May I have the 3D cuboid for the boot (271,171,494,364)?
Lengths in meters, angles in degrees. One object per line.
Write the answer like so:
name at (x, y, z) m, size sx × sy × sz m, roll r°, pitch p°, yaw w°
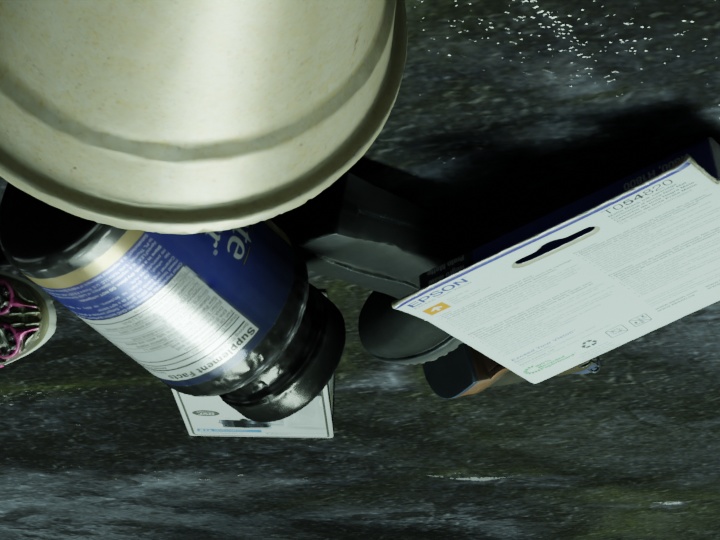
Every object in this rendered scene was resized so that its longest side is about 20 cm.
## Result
boot at (0.001, 0.000, 1.520) m, size 0.165 × 0.066 × 0.200 m, roll -25°, pitch 153°, yaw 39°

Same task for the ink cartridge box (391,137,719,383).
ink cartridge box at (0.139, -0.010, 1.434) m, size 0.199 × 0.041 × 0.200 m, roll -26°, pitch 154°, yaw 20°

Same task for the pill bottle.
pill bottle at (-0.100, 0.001, 1.375) m, size 0.112 × 0.112 × 0.200 m, roll -12°, pitch 142°, yaw 37°

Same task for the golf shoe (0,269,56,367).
golf shoe at (-0.268, 0.032, 1.671) m, size 0.200 × 0.073 × 0.092 m, roll -5°, pitch -179°, yaw 42°

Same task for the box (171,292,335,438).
box at (-0.078, 0.070, 1.774) m, size 0.116 × 0.060 × 0.200 m, roll 1°, pitch 163°, yaw 0°

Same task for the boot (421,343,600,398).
boot at (0.133, 0.036, 1.662) m, size 0.097 × 0.075 × 0.200 m, roll -8°, pitch 172°, yaw -35°

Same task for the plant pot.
plant pot at (-0.062, -0.145, 0.888) m, size 0.200 × 0.201 × 0.184 m, roll 5°, pitch 151°, yaw -10°
